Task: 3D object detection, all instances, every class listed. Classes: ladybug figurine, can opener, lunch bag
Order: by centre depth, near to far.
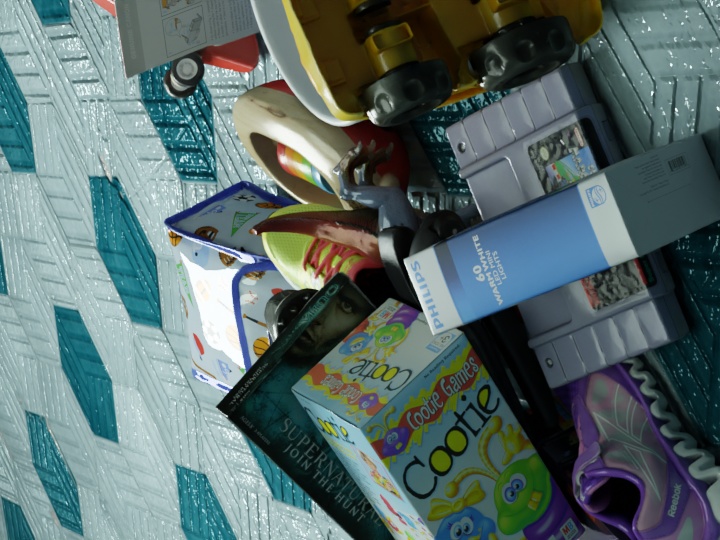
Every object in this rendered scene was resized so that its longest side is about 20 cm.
[{"bbox_3d":[0.089,0.041,1.696,0.201,0.063,0.079,55,166,-22],"label":"can opener"},{"bbox_3d":[-0.025,-0.100,1.910,0.199,0.072,0.136,30,158,46],"label":"ladybug figurine"},{"bbox_3d":[-0.072,0.035,2.105,0.199,0.123,0.171,22,131,42],"label":"lunch bag"}]

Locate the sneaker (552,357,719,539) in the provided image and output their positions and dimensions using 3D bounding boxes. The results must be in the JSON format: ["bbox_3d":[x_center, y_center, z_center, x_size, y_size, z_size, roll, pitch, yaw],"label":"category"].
[{"bbox_3d":[0.180,0.128,1.655,0.200,0.088,0.081,53,156,40],"label":"sneaker"}]

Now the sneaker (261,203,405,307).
[{"bbox_3d":[0.000,0.000,1.800,0.199,0.079,0.090,28,180,26],"label":"sneaker"}]

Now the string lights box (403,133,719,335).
[{"bbox_3d":[0.132,-0.022,1.540,0.199,0.102,0.059,-24,88,49],"label":"string lights box"}]

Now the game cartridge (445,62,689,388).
[{"bbox_3d":[0.141,-0.030,1.628,0.129,0.038,0.202,-27,84,52],"label":"game cartridge"}]

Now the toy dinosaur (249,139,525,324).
[{"bbox_3d":[0.054,-0.011,1.748,0.182,0.199,0.105,55,-178,11],"label":"toy dinosaur"}]

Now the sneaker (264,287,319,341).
[{"bbox_3d":[-0.006,0.084,1.802,0.200,0.066,0.090,50,172,-21],"label":"sneaker"}]

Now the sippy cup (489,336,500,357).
[{"bbox_3d":[0.036,0.064,1.883,0.130,0.139,0.179,34,152,36],"label":"sippy cup"}]

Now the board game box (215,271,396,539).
[{"bbox_3d":[0.003,0.114,1.739,0.200,0.135,0.028,46,171,-31],"label":"board game box"}]

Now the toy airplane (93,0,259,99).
[{"bbox_3d":[-0.188,-0.262,2.074,0.199,0.142,0.199,26,167,40],"label":"toy airplane"}]

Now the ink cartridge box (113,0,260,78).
[{"bbox_3d":[-0.132,-0.274,1.890,0.045,0.175,0.201,41,145,47],"label":"ink cartridge box"}]

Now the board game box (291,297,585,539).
[{"bbox_3d":[0.058,0.136,1.696,0.105,0.103,0.201,25,153,56],"label":"board game box"}]

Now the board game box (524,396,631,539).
[{"bbox_3d":[0.173,0.223,1.796,0.165,0.056,0.201,48,150,42],"label":"board game box"}]

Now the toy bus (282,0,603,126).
[{"bbox_3d":[0.039,-0.164,1.592,0.192,0.199,0.137,133,116,-73],"label":"toy bus"}]

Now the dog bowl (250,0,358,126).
[{"bbox_3d":[-0.012,-0.217,1.797,0.200,0.078,0.201,47,149,40],"label":"dog bowl"}]
